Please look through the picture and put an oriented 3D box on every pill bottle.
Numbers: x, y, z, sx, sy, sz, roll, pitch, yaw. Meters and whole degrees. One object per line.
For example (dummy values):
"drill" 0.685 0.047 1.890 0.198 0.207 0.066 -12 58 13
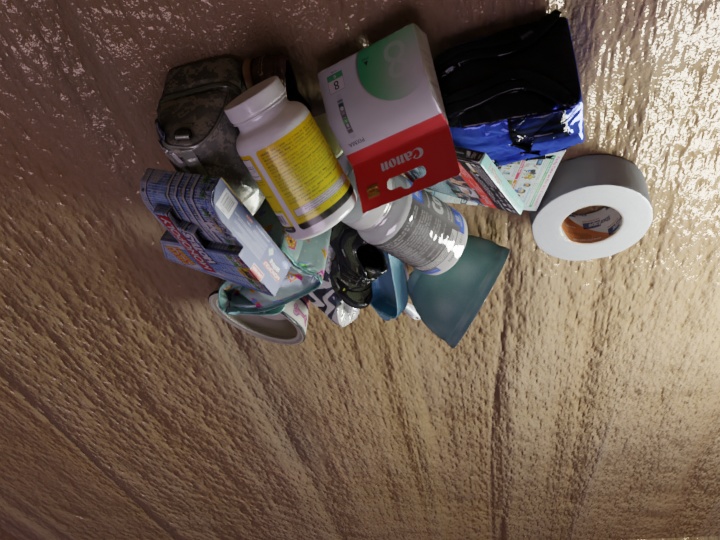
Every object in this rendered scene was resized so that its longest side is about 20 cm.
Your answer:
"pill bottle" 0.063 -0.079 1.262 0.113 0.115 0.199 -29 140 35
"pill bottle" -0.096 -0.152 1.115 0.111 0.113 0.202 -19 114 26

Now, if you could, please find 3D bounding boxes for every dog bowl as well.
"dog bowl" -0.185 0.063 1.568 0.197 0.075 0.201 19 156 9

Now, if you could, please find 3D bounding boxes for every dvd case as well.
"dvd case" 0.121 -0.141 1.165 0.198 0.022 0.146 20 168 40

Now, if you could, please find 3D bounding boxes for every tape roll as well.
"tape roll" 0.381 -0.101 1.379 0.197 0.067 0.202 1 144 0

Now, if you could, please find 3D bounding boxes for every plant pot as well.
"plant pot" 0.158 0.017 1.463 0.133 0.201 0.201 30 143 5

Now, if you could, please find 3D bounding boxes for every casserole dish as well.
"casserole dish" 0.038 -0.010 1.444 0.038 0.121 0.203 -23 115 -24

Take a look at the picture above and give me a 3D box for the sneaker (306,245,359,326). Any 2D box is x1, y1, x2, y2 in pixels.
"sneaker" -0.068 -0.007 1.501 0.129 0.079 0.202 22 134 40

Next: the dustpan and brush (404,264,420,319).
"dustpan and brush" 0.055 0.030 1.571 0.138 0.058 0.199 -24 138 31

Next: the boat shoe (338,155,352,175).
"boat shoe" 0.003 -0.154 1.298 0.071 0.069 0.201 -12 145 -18

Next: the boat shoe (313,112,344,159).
"boat shoe" -0.024 -0.207 1.193 0.201 0.072 0.060 -40 167 16

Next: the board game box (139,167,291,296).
"board game box" -0.229 -0.056 1.180 0.198 0.062 0.201 9 150 35

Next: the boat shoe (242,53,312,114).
"boat shoe" -0.106 -0.228 1.204 0.069 0.071 0.201 -7 144 14

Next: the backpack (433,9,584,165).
"backpack" 0.197 -0.223 1.127 0.197 0.165 0.168 -9 147 13

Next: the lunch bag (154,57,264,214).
"lunch bag" -0.207 -0.179 1.189 0.137 0.170 0.201 -9 143 13

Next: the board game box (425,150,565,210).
"board game box" 0.200 -0.170 1.286 0.197 0.065 0.148 6 145 -5

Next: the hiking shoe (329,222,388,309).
"hiking shoe" 0.000 0.000 1.393 0.075 0.100 0.202 -34 136 -24

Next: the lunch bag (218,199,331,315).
"lunch bag" -0.146 -0.027 1.337 0.121 0.172 0.199 36 132 -29

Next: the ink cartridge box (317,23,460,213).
"ink cartridge box" 0.034 -0.199 1.094 0.159 0.203 0.050 -19 165 30
